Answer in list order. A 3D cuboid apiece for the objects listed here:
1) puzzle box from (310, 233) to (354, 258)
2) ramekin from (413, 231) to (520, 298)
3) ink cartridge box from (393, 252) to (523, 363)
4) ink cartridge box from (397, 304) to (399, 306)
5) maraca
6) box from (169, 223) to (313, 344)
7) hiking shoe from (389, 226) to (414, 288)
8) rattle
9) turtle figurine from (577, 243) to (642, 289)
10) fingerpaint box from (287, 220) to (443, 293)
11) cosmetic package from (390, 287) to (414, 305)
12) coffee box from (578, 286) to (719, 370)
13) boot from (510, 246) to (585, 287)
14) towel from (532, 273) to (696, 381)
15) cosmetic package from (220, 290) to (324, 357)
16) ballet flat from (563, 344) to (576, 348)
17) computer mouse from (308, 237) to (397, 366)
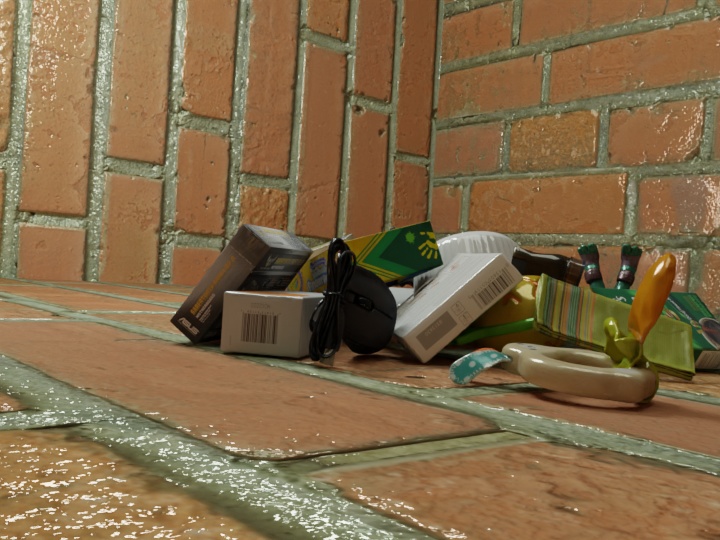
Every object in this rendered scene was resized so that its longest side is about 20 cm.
[{"bbox_3d":[-0.105,-0.014,1.322,0.199,0.026,0.133,-20,4,7],"label":"puzzle box"},{"bbox_3d":[0.176,0.023,1.225,0.198,0.106,0.201,-4,-28,-2],"label":"ramekin"},{"bbox_3d":[0.109,0.043,1.015,0.161,0.050,0.200,-40,4,-5],"label":"ink cartridge box"},{"bbox_3d":[-0.006,0.039,1.325,0.099,0.039,0.200,-6,30,-14],"label":"ink cartridge box"},{"bbox_3d":[0.190,0.067,1.005,0.198,0.108,0.137,-14,-2,0],"label":"maraca"},{"bbox_3d":[-0.153,0.018,1.050,0.048,0.159,0.200,39,8,10],"label":"box"},{"bbox_3d":[0.121,0.000,1.333,0.199,0.087,0.075,20,26,-25],"label":"hiking shoe"},{"bbox_3d":[0.185,0.052,0.751,0.199,0.144,0.130,11,23,34],"label":"rattle"},{"bbox_3d":[0.383,0.053,1.200,0.148,0.201,0.101,11,-34,1],"label":"turtle figurine"},{"bbox_3d":[0.000,0.000,1.176,0.166,0.074,0.200,-15,-5,-30],"label":"fingerpaint box"},{"bbox_3d":[0.044,0.067,1.373,0.198,0.051,0.083,3,30,1],"label":"cosmetic package"},{"bbox_3d":[0.397,0.079,1.057,0.198,0.044,0.123,4,38,-17],"label":"coffee box"},{"bbox_3d":[0.247,0.038,1.114,0.096,0.075,0.201,20,-38,9],"label":"boot"},{"bbox_3d":[0.305,0.066,0.934,0.199,0.086,0.018,18,-39,0],"label":"towel"},{"bbox_3d":[-0.091,0.063,0.983,0.101,0.072,0.200,4,-1,12],"label":"cosmetic package"},{"bbox_3d":[0.318,0.091,1.257,0.074,0.075,0.200,4,0,0],"label":"ballet flat"},{"bbox_3d":[0.004,0.053,0.916,0.052,0.140,0.200,7,-11,19],"label":"computer mouse"}]
